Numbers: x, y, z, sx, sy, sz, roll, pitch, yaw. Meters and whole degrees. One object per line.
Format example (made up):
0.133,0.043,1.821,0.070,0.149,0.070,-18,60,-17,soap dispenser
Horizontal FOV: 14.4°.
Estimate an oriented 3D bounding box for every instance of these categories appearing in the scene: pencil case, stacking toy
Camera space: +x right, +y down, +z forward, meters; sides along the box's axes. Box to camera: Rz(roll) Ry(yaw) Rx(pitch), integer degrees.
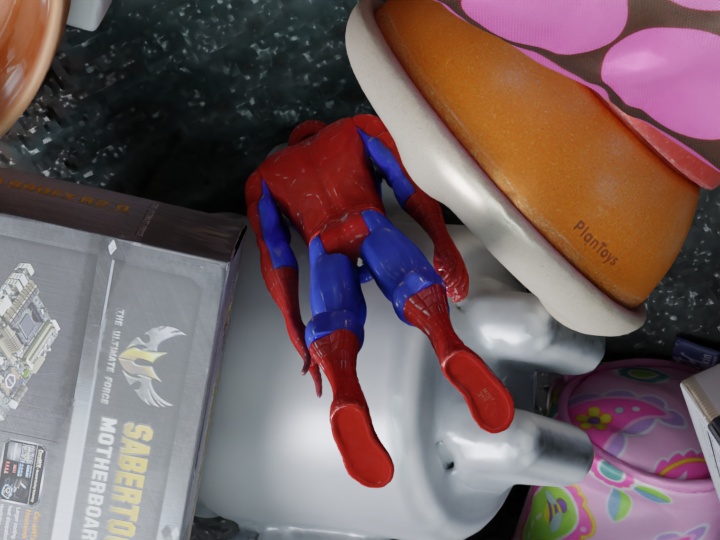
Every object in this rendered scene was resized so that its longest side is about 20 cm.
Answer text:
0.091,-0.089,0.852,0.199,0.094,0.091,26,90,-17,pencil case
0.107,-0.089,0.955,0.200,0.146,0.146,-41,108,11,stacking toy
0.089,0.124,1.102,0.087,0.088,0.201,16,124,1,pencil case

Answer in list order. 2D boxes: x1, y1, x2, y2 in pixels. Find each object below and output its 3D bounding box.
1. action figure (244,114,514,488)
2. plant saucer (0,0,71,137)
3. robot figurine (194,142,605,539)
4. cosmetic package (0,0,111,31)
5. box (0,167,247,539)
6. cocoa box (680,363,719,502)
0.000,0.000,0.937,0.065,0.200,0.052,-29,122,5,action figure
-0.191,-0.116,0.949,0.199,0.032,0.201,6,125,8,plant saucer
-0.014,0.038,1.035,0.199,0.171,0.113,4,169,27,robot figurine
-0.169,-0.165,0.973,0.199,0.071,0.102,16,126,1,cosmetic package
-0.134,0.066,0.980,0.157,0.048,0.201,11,107,1,box
0.234,0.078,0.974,0.199,0.131,0.134,-24,117,-1,cocoa box
